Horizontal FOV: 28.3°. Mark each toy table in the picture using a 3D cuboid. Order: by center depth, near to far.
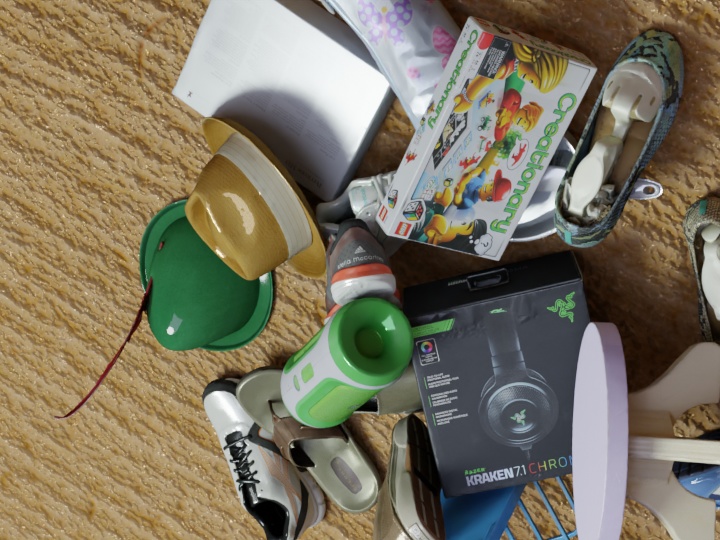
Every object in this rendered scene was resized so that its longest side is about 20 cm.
[{"bbox_3d":[0.254,0.151,1.245,0.115,0.184,0.203,3,96,-4],"label":"toy table"}]

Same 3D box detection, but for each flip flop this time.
[{"bbox_3d":[-0.053,0.183,1.524,0.081,0.058,0.201,-37,98,16],"label":"flip flop"}]

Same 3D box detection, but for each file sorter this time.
[{"bbox_3d":[0.124,0.276,1.412,0.138,0.200,0.124,-24,103,31],"label":"file sorter"}]

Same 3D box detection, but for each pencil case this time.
[{"bbox_3d":[0.038,-0.215,1.291,0.201,0.090,0.083,53,148,3],"label":"pencil case"}]

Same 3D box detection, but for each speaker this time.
[{"bbox_3d":[-0.016,0.090,1.344,0.088,0.088,0.200,45,154,1],"label":"speaker"}]

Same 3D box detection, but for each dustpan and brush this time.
[{"bbox_3d":[0.183,-0.086,1.307,0.197,0.057,0.142,4,113,23],"label":"dustpan and brush"}]

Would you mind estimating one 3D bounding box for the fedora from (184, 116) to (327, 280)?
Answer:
[{"bbox_3d":[-0.115,-0.054,1.397,0.201,0.082,0.201,44,161,19],"label":"fedora"}]

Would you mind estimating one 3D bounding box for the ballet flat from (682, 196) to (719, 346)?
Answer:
[{"bbox_3d":[0.331,0.035,1.281,0.067,0.075,0.202,-14,106,24],"label":"ballet flat"}]

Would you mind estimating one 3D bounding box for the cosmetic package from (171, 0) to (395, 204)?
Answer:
[{"bbox_3d":[-0.070,-0.184,1.390,0.199,0.052,0.152,35,121,7],"label":"cosmetic package"}]

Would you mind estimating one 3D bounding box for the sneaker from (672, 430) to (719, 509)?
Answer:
[{"bbox_3d":[0.365,0.193,1.337,0.198,0.074,0.083,-17,110,33],"label":"sneaker"}]

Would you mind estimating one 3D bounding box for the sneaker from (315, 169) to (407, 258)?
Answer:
[{"bbox_3d":[0.037,-0.063,1.353,0.199,0.080,0.071,-29,54,38],"label":"sneaker"}]

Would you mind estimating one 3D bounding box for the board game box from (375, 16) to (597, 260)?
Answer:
[{"bbox_3d":[0.109,-0.111,1.253,0.125,0.035,0.202,11,117,-30],"label":"board game box"}]

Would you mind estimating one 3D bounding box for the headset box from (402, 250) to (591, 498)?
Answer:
[{"bbox_3d":[0.140,0.091,1.355,0.171,0.093,0.203,-11,107,6],"label":"headset box"}]

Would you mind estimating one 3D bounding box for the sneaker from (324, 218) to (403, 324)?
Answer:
[{"bbox_3d":[0.000,0.000,1.359,0.076,0.200,0.083,-9,77,-7],"label":"sneaker"}]

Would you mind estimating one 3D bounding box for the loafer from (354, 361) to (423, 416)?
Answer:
[{"bbox_3d":[0.038,0.121,1.460,0.198,0.070,0.076,-13,106,29],"label":"loafer"}]

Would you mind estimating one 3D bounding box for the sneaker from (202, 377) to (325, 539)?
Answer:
[{"bbox_3d":[-0.112,0.209,1.566,0.073,0.080,0.201,-31,95,34],"label":"sneaker"}]

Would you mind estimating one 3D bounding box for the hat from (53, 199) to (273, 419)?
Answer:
[{"bbox_3d":[-0.200,0.049,1.478,0.163,0.176,0.203,15,117,19],"label":"hat"}]

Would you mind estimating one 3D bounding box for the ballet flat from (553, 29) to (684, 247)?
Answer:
[{"bbox_3d":[0.222,-0.115,1.226,0.073,0.074,0.203,21,92,15],"label":"ballet flat"}]

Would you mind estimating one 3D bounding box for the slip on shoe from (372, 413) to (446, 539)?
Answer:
[{"bbox_3d":[0.045,0.212,1.389,0.060,0.201,0.076,-36,113,18],"label":"slip on shoe"}]
